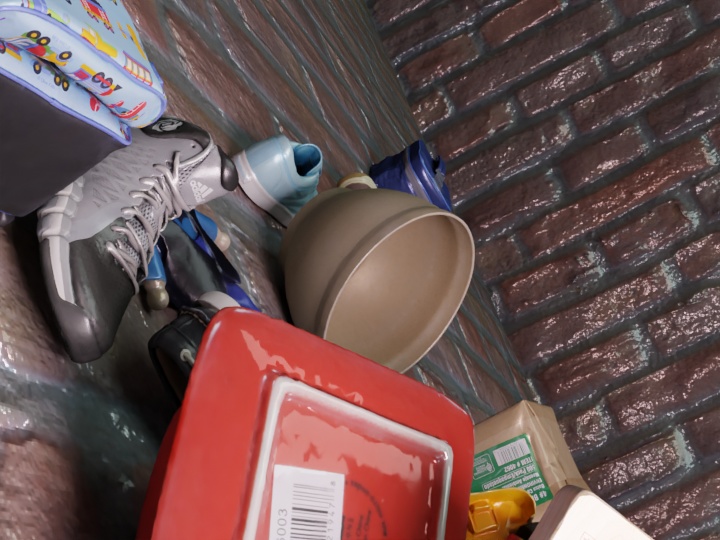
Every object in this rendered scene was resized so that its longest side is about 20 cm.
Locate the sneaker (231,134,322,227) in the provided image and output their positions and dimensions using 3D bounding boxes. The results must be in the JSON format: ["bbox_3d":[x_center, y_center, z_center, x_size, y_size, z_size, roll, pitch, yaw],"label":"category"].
[{"bbox_3d":[-0.069,-0.100,1.072,0.075,0.081,0.200,66,12,10],"label":"sneaker"}]

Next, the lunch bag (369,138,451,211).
[{"bbox_3d":[0.104,-0.160,1.813,0.137,0.131,0.201,60,13,-17],"label":"lunch bag"}]

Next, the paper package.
[{"bbox_3d":[0.100,0.211,0.883,0.105,0.198,0.190,66,13,17],"label":"paper package"}]

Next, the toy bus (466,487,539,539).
[{"bbox_3d":[0.079,0.271,0.616,0.193,0.133,0.202,95,-20,-55],"label":"toy bus"}]

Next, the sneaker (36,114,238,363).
[{"bbox_3d":[-0.128,-0.038,0.579,0.076,0.113,0.202,88,-9,-46],"label":"sneaker"}]

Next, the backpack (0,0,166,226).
[{"bbox_3d":[-0.206,-0.148,0.473,0.202,0.133,0.182,65,11,20],"label":"backpack"}]

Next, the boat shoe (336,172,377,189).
[{"bbox_3d":[0.024,-0.067,1.450,0.201,0.071,0.067,49,29,-49],"label":"boat shoe"}]

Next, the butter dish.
[{"bbox_3d":[-0.049,0.148,0.522,0.198,0.147,0.203,27,62,-34],"label":"butter dish"}]

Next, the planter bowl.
[{"bbox_3d":[0.000,0.000,0.972,0.134,0.201,0.200,38,-5,36],"label":"planter bowl"}]

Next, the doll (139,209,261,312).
[{"bbox_3d":[-0.120,0.002,0.725,0.201,0.048,0.137,55,23,-15],"label":"doll"}]

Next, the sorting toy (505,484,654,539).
[{"bbox_3d":[0.113,0.239,0.462,0.198,0.201,0.070,37,-10,-10],"label":"sorting toy"}]

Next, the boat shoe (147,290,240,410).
[{"bbox_3d":[-0.082,0.115,0.628,0.060,0.073,0.203,-34,121,-38],"label":"boat shoe"}]
